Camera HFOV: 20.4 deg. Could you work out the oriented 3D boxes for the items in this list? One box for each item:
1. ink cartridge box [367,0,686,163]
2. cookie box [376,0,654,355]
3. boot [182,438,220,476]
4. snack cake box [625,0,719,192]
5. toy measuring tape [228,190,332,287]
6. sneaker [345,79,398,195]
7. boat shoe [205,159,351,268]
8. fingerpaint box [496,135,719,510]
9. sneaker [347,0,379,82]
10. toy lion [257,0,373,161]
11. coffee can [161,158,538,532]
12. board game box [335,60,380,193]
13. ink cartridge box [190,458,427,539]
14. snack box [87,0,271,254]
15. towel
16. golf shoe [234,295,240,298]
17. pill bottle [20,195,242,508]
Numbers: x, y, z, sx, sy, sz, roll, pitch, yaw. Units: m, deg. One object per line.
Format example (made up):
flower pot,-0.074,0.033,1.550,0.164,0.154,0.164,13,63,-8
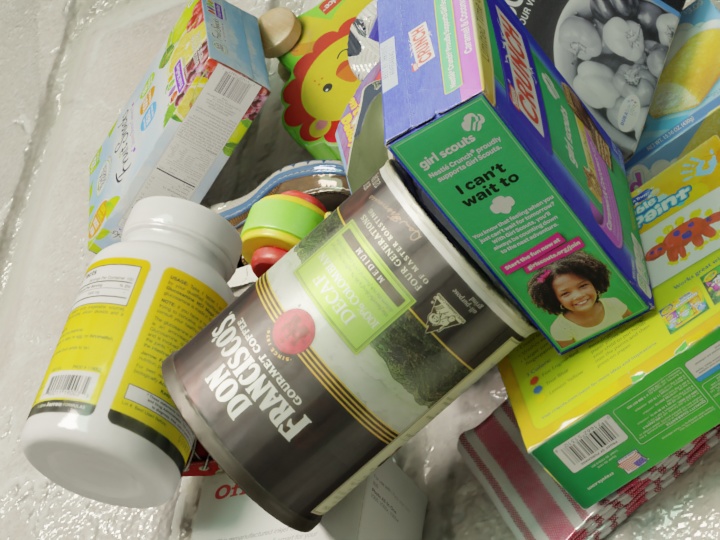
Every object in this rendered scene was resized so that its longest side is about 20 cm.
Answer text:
ink cartridge box,0.128,-0.197,1.407,0.043,0.199,0.199,-49,16,59
cookie box,0.096,-0.075,1.257,0.075,0.200,0.171,-30,33,20
boot,-0.109,0.129,1.441,0.199,0.144,0.073,-3,92,44
snack cake box,0.203,-0.095,1.447,0.200,0.067,0.115,-35,40,9
toy measuring tape,-0.081,-0.018,1.510,0.200,0.074,0.074,-11,48,44
sneaker,0.029,-0.042,1.392,0.067,0.201,0.090,-13,35,-20
boat shoe,-0.068,-0.026,1.619,0.200,0.072,0.073,-23,47,37
fingerpaint box,0.188,0.032,1.291,0.200,0.073,0.167,-35,34,13
sneaker,0.092,-0.204,1.619,0.199,0.129,0.080,-34,71,38
toy lion,0.008,-0.189,1.709,0.200,0.069,0.192,-43,46,0
coffee can,-0.007,0.048,1.286,0.200,0.146,0.146,-42,39,7
board game box,0.044,-0.102,1.450,0.158,0.039,0.201,-32,52,23
ink cartridge box,-0.045,0.227,1.349,0.145,0.088,0.201,-15,48,29
snack box,-0.157,-0.118,1.693,0.200,0.067,0.169,-57,20,19
towel,0.164,0.094,1.338,0.200,0.030,0.146,-41,38,3
golf shoe,-0.069,0.055,1.484,0.199,0.092,0.076,6,66,19
pill bottle,-0.151,0.054,1.388,0.112,0.112,0.201,-5,54,37
